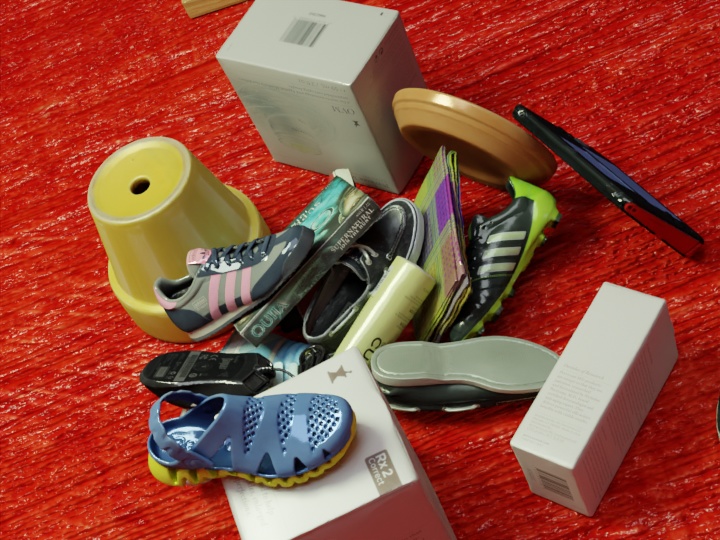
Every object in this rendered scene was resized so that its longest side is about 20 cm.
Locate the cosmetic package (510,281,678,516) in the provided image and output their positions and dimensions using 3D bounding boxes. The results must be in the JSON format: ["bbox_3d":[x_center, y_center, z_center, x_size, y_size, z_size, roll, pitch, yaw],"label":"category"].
[{"bbox_3d":[0.230,0.123,1.241,0.071,0.101,0.200,19,62,33],"label":"cosmetic package"}]

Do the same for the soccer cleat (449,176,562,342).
[{"bbox_3d":[0.141,-0.009,1.384,0.081,0.068,0.200,32,77,7],"label":"soccer cleat"}]

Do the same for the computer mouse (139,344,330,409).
[{"bbox_3d":[-0.133,0.130,1.300,0.200,0.046,0.140,-3,26,7],"label":"computer mouse"}]

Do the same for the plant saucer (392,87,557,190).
[{"bbox_3d":[0.122,-0.141,1.433,0.200,0.200,0.038,20,81,33],"label":"plant saucer"}]

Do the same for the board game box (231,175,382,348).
[{"bbox_3d":[-0.069,-0.014,1.402,0.200,0.028,0.135,-47,22,-1],"label":"board game box"}]

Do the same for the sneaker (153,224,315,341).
[{"bbox_3d":[-0.138,0.000,1.354,0.200,0.082,0.070,-35,22,26],"label":"sneaker"}]

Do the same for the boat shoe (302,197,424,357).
[{"bbox_3d":[0.000,0.000,1.383,0.072,0.068,0.200,27,77,31],"label":"boat shoe"}]

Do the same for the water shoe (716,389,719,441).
[{"bbox_3d":[0.376,0.093,1.220,0.071,0.079,0.200,0,54,22],"label":"water shoe"}]

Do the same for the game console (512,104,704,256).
[{"bbox_3d":[0.265,-0.096,1.356,0.031,0.177,0.200,-51,49,11],"label":"game console"}]

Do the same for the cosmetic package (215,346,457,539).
[{"bbox_3d":[-0.021,0.214,1.203,0.165,0.200,0.165,-27,48,0],"label":"cosmetic package"}]

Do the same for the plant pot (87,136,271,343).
[{"bbox_3d":[-0.221,-0.047,1.496,0.200,0.189,0.201,-11,51,14],"label":"plant pot"}]

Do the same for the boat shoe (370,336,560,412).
[{"bbox_3d":[0.110,0.112,1.324,0.200,0.060,0.076,4,43,7],"label":"boat shoe"}]

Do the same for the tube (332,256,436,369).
[{"bbox_3d":[0.006,0.080,1.345,0.200,0.058,0.052,-55,21,-2],"label":"tube"}]

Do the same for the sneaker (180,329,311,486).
[{"bbox_3d":[-0.110,0.149,1.371,0.130,0.080,0.200,9,58,29],"label":"sneaker"}]

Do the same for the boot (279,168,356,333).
[{"bbox_3d":[-0.058,-0.025,1.494,0.144,0.072,0.200,-16,53,12],"label":"boot"}]

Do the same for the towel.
[{"bbox_3d":[0.084,-0.019,1.398,0.023,0.144,0.200,8,50,-14],"label":"towel"}]

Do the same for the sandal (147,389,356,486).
[{"bbox_3d":[-0.103,0.139,1.106,0.200,0.087,0.080,-10,48,12],"label":"sandal"}]

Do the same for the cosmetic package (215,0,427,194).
[{"bbox_3d":[-0.034,-0.215,1.545,0.199,0.200,0.123,17,64,32],"label":"cosmetic package"}]

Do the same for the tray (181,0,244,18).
[{"bbox_3d":[-0.165,-0.443,1.884,0.200,0.037,0.099,-16,50,11],"label":"tray"}]
